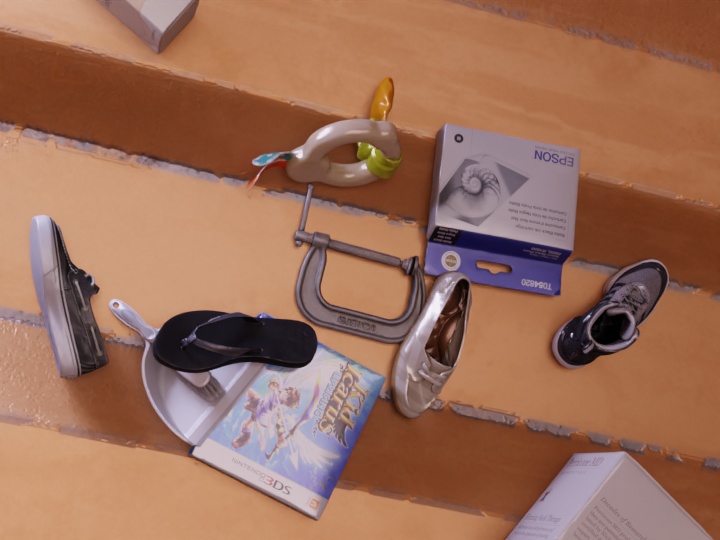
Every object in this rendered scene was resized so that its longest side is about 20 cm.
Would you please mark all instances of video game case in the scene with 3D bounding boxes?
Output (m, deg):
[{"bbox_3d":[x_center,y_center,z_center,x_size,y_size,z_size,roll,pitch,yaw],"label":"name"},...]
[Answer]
[{"bbox_3d":[-0.090,0.182,1.639,0.180,0.045,0.201,28,77,-9],"label":"video game case"}]

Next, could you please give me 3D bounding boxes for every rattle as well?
[{"bbox_3d":[-0.051,-0.181,1.677,0.198,0.130,0.144,-8,78,5],"label":"rattle"}]

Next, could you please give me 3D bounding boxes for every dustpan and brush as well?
[{"bbox_3d":[-0.233,0.101,1.606,0.200,0.057,0.140,36,80,25],"label":"dustpan and brush"}]

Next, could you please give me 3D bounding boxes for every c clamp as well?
[{"bbox_3d":[0.000,0.000,1.693,0.199,0.027,0.172,21,78,-9],"label":"c clamp"}]

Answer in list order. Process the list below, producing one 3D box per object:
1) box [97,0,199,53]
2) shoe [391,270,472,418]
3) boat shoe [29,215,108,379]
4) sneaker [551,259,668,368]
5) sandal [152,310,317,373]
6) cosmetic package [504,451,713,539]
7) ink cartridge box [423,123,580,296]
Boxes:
[{"bbox_3d":[-0.300,-0.375,1.642,0.200,0.095,0.078,41,76,-3],"label":"box"},{"bbox_3d":[0.094,0.094,1.677,0.070,0.053,0.201,22,84,-21],"label":"shoe"},{"bbox_3d":[-0.353,0.029,1.594,0.070,0.072,0.202,-13,95,-23],"label":"boat shoe"},{"bbox_3d":[0.347,0.054,1.720,0.200,0.114,0.076,-40,92,-15],"label":"sneaker"},{"bbox_3d":[-0.150,0.079,1.573,0.198,0.043,0.077,-2,65,-11],"label":"sandal"},{"bbox_3d":[0.295,0.356,1.640,0.166,0.167,0.200,43,75,-3],"label":"cosmetic package"},{"bbox_3d":[0.189,-0.080,1.734,0.198,0.041,0.202,9,77,-12],"label":"ink cartridge box"}]
